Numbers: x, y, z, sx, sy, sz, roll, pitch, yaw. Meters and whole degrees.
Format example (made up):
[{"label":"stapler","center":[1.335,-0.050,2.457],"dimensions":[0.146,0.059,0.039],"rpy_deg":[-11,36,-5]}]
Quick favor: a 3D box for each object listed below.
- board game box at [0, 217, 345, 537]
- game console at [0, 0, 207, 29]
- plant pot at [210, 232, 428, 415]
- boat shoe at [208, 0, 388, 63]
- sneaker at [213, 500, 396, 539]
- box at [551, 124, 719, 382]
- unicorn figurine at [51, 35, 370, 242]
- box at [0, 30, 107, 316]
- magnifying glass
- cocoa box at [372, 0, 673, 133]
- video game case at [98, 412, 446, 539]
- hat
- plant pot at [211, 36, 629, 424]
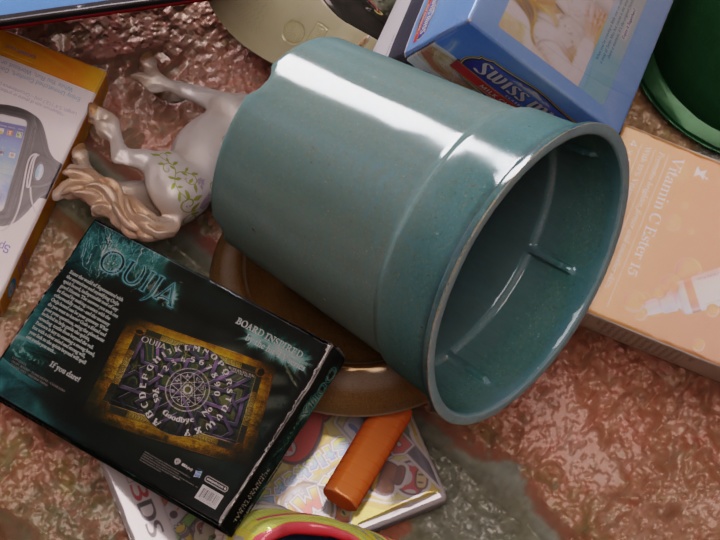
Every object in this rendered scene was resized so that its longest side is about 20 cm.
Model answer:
[{"label":"board game box","center":[-0.125,0.065,1.669],"dimensions":[0.200,0.028,0.135],"rpy_deg":[28,77,27]},{"label":"game console","center":[-0.174,-0.230,1.725],"dimensions":[0.200,0.119,0.173],"rpy_deg":[-7,77,8]},{"label":"plant pot","center":[0.000,0.000,1.718],"dimensions":[0.200,0.027,0.200],"rpy_deg":[-2,60,3]},{"label":"boat shoe","center":[-0.033,-0.167,1.783],"dimensions":[0.201,0.063,0.074],"rpy_deg":[42,105,11]},{"label":"sneaker","center":[0.007,0.199,1.642],"dimensions":[0.200,0.090,0.078],"rpy_deg":[15,83,-9]},{"label":"box","center":[0.236,0.004,1.714],"dimensions":[0.200,0.097,0.124],"rpy_deg":[22,85,3]},{"label":"unicorn figurine","center":[-0.100,-0.091,1.735],"dimensions":[0.137,0.074,0.200],"rpy_deg":[30,73,19]},{"label":"box","center":[-0.260,-0.062,1.746],"dimensions":[0.119,0.041,0.200],"rpy_deg":[22,75,4]},{"label":"magnifying glass","center":[0.033,0.071,1.711],"dimensions":[0.080,0.022,0.200],"rpy_deg":[32,63,0]},{"label":"cocoa box","center":[0.115,-0.181,1.718],"dimensions":[0.133,0.131,0.200],"rpy_deg":[35,60,-20]},{"label":"video game case","center":[-0.070,0.104,1.714],"dimensions":[0.200,0.023,0.182],"rpy_deg":[-21,75,-10]},{"label":"hat","center":[0.266,-0.190,1.745],"dimensions":[0.200,0.176,0.166],"rpy_deg":[42,73,10]},{"label":"plant pot","center":[0.027,-0.038,1.615],"dimensions":[0.196,0.200,0.200],"rpy_deg":[29,72,27]}]
